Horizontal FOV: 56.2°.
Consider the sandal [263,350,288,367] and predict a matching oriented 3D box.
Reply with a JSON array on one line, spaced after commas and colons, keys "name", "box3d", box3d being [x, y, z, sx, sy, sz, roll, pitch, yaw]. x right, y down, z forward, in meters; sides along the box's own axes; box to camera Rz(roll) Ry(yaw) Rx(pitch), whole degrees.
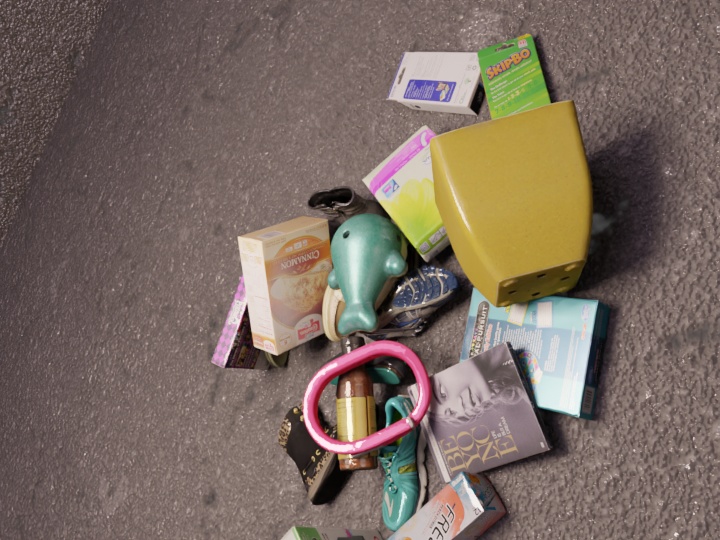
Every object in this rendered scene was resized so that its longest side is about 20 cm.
[{"name": "sandal", "box3d": [-0.130, 0.089, 1.289, 0.057, 0.079, 0.205, 19, 88, 31]}]

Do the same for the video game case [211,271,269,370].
[{"name": "video game case", "box3d": [-0.192, 0.086, 1.276, 0.035, 0.181, 0.204, 18, 88, 20]}]

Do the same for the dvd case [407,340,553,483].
[{"name": "dvd case", "box3d": [0.162, 0.206, 0.959, 0.199, 0.016, 0.151, -34, 71, 41]}]

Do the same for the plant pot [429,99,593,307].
[{"name": "plant pot", "box3d": [0.211, -0.069, 0.908, 0.191, 0.195, 0.204, -13, 68, 4]}]

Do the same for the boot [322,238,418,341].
[{"name": "boot", "box3d": [0.019, 0.034, 1.170, 0.153, 0.072, 0.204, 8, 78, 42]}]

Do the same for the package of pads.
[{"name": "package of pads", "box3d": [0.113, -0.133, 1.122, 0.154, 0.068, 0.201, -39, 51, 6]}]

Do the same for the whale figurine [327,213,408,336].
[{"name": "whale figurine", "box3d": [0.000, 0.000, 1.076, 0.157, 0.104, 0.204, -10, 55, 36]}]

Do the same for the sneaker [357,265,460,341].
[{"name": "sneaker", "box3d": [0.081, 0.061, 1.098, 0.197, 0.085, 0.078, -24, 41, 28]}]

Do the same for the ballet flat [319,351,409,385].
[{"name": "ballet flat", "box3d": [0.011, 0.157, 1.142, 0.198, 0.072, 0.075, -12, 67, 47]}]

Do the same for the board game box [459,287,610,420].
[{"name": "board game box", "box3d": [0.238, 0.112, 0.950, 0.197, 0.046, 0.154, 5, 79, 44]}]

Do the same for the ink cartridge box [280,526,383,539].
[{"name": "ink cartridge box", "box3d": [-0.024, 0.454, 0.964, 0.088, 0.199, 0.146, -49, 47, 12]}]

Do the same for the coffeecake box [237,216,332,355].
[{"name": "coffeecake box", "box3d": [-0.123, 0.023, 1.192, 0.072, 0.152, 0.205, 11, 114, 43]}]

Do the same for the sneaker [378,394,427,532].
[{"name": "sneaker", "box3d": [0.054, 0.294, 1.033, 0.076, 0.079, 0.205, -9, 70, 40]}]

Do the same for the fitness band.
[{"name": "fitness band", "box3d": [0.009, 0.189, 1.001, 0.197, 0.037, 0.146, -25, 69, 5]}]

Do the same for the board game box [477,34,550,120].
[{"name": "board game box", "box3d": [0.249, -0.283, 1.078, 0.094, 0.030, 0.204, -14, 66, 15]}]

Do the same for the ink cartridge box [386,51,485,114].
[{"name": "ink cartridge box", "box3d": [0.142, -0.340, 1.215, 0.198, 0.039, 0.101, 21, 90, 44]}]

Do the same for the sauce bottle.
[{"name": "sauce bottle", "box3d": [-0.007, 0.207, 1.054, 0.065, 0.065, 0.205, -17, 66, 38]}]

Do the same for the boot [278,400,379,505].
[{"name": "boot", "box3d": [-0.061, 0.275, 1.158, 0.150, 0.072, 0.203, 40, 108, 44]}]

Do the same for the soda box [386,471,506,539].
[{"name": "soda box", "box3d": [0.109, 0.374, 0.957, 0.201, 0.068, 0.064, -49, 48, 17]}]

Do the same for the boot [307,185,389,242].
[{"name": "boot", "box3d": [-0.055, -0.108, 1.247, 0.197, 0.130, 0.071, -17, 64, 38]}]
